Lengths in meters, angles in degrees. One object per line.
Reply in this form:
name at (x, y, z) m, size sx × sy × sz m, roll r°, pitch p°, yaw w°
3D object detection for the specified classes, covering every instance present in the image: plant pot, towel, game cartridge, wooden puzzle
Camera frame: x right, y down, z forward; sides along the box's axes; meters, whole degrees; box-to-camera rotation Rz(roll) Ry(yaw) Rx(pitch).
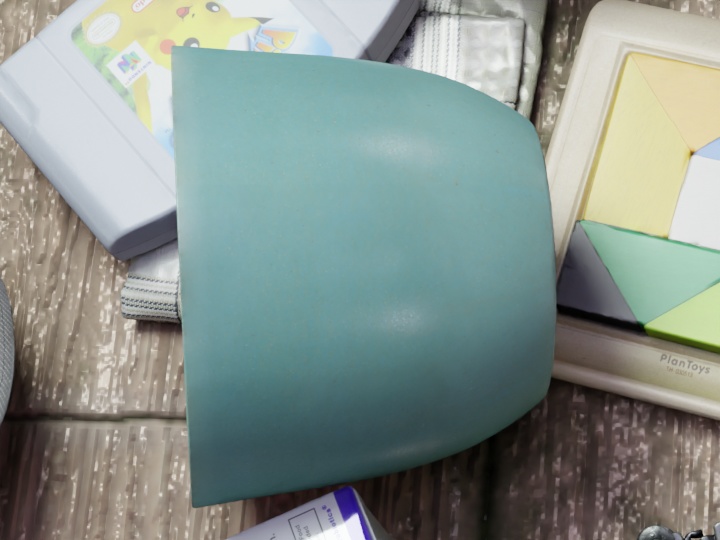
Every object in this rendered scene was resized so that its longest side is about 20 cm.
plant pot at (0.000, 0.000, 1.024) m, size 0.159 × 0.201 × 0.202 m, roll -2°, pitch 68°, yaw -4°
towel at (-0.013, -0.063, 1.157) m, size 0.191 × 0.035 × 0.202 m, roll 5°, pitch 70°, yaw 15°
game cartridge at (-0.075, -0.105, 1.153) m, size 0.200 × 0.040 × 0.133 m, roll -41°, pitch 73°, yaw -5°
wooden puzzle at (0.171, -0.029, 1.099) m, size 0.184 × 0.037 × 0.201 m, roll 14°, pitch 73°, yaw 18°

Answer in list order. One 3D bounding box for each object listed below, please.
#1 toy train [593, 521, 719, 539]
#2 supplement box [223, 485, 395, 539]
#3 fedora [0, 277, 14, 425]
toy train at (0.183, 0.125, 1.041) m, size 0.198 × 0.034 × 0.046 m, roll -15°, pitch 79°, yaw 6°
supplement box at (-0.065, 0.191, 1.035) m, size 0.199 × 0.101 × 0.104 m, roll -25°, pitch 66°, yaw 2°
fedora at (-0.240, 0.062, 1.131) m, size 0.176 × 0.090 × 0.201 m, roll -28°, pitch 60°, yaw 0°
